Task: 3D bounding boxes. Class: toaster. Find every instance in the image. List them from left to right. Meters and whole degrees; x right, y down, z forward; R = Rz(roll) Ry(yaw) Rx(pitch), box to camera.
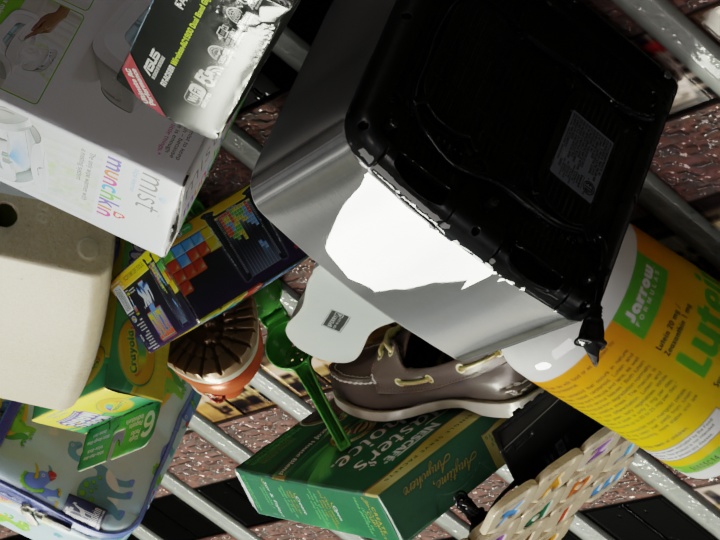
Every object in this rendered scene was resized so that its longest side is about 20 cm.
[{"bbox_3d":[0.058,-0.063,1.401,0.181,0.201,0.119,36,146,-20],"label":"toaster"}]

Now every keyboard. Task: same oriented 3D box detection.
[{"bbox_3d":[0.109,0.128,1.728,0.021,0.127,0.200,46,175,20],"label":"keyboard"}]

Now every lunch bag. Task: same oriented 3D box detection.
[{"bbox_3d":[-0.205,0.097,1.878,0.160,0.201,0.083,27,151,-3],"label":"lunch bag"}]

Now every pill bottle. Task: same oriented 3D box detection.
[{"bbox_3d":[0.153,0.033,1.560,0.200,0.111,0.111,31,152,-21],"label":"pill bottle"}]

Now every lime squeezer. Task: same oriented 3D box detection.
[{"bbox_3d":[-0.065,0.035,1.801,0.038,0.071,0.200,-30,94,19],"label":"lime squeezer"}]

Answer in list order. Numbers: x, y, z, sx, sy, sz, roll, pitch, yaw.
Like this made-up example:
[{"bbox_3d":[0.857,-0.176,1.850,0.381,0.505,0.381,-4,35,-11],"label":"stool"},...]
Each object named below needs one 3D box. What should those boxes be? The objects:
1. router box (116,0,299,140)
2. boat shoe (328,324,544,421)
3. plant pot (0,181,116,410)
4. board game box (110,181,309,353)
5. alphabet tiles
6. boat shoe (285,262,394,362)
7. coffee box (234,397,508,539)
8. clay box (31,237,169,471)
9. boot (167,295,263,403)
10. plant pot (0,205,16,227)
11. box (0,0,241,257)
[{"bbox_3d":[-0.036,-0.181,1.271,0.062,0.200,0.150,30,151,-4],"label":"router box"},{"bbox_3d":[0.049,0.060,1.754,0.199,0.072,0.060,-2,127,46],"label":"boat shoe"},{"bbox_3d":[-0.232,-0.048,1.590,0.199,0.201,0.177,13,159,-19],"label":"plant pot"},{"bbox_3d":[-0.056,-0.022,1.543,0.057,0.165,0.200,59,166,-1],"label":"board game box"},{"bbox_3d":[0.112,0.168,1.762,0.015,0.200,0.196,49,154,18],"label":"alphabet tiles"},{"bbox_3d":[0.000,0.000,1.690,0.070,0.064,0.200,25,157,-10],"label":"boat shoe"},{"bbox_3d":[0.012,0.129,1.800,0.200,0.123,0.044,4,125,60],"label":"coffee box"},{"bbox_3d":[-0.166,0.025,1.724,0.047,0.201,0.115,17,157,-27],"label":"clay box"},{"bbox_3d":[-0.097,0.051,1.766,0.107,0.075,0.200,60,175,-25],"label":"boot"},{"bbox_3d":[-0.322,-0.024,1.815,0.200,0.201,0.190,32,164,-12],"label":"plant pot"},{"bbox_3d":[-0.138,-0.141,1.425,0.176,0.201,0.097,24,153,0],"label":"box"}]
